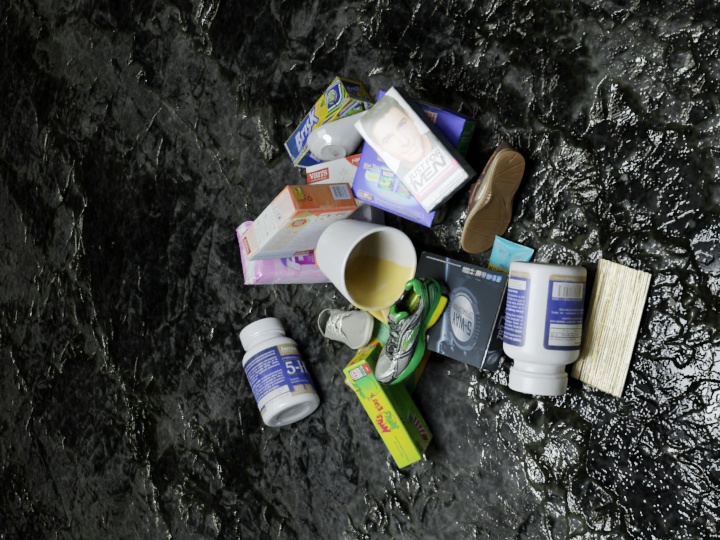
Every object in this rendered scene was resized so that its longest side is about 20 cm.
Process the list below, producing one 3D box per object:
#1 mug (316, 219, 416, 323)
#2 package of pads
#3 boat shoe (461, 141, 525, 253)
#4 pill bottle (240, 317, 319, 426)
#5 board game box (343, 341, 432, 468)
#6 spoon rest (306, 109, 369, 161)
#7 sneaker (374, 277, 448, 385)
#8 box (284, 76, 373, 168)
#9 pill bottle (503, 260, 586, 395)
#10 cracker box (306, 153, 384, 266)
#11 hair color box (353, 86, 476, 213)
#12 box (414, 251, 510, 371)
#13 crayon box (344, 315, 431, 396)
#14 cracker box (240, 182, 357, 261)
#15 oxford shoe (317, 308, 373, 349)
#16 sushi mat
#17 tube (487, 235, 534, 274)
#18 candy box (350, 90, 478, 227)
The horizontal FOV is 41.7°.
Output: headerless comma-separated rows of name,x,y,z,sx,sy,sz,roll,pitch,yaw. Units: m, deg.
mug,-0.006,-0.005,1.676,0.153,0.149,0.187,30,114,55
package of pads,-0.142,-0.034,1.862,0.076,0.200,0.121,-23,73,51
boat shoe,0.220,-0.125,1.604,0.072,0.072,0.200,-103,25,-58
pill bottle,-0.172,0.205,1.934,0.120,0.120,0.200,-43,60,36
board game box,0.051,0.236,1.669,0.048,0.102,0.200,-28,95,20
spoon rest,-0.013,-0.265,1.831,0.200,0.099,0.061,-17,51,30
sneaker,0.068,0.099,1.590,0.078,0.085,0.200,30,101,46
box,-0.066,-0.290,1.887,0.200,0.070,0.064,-47,55,34
pill bottle,0.286,0.089,1.481,0.120,0.120,0.200,8,94,45
cracker box,-0.027,-0.113,1.818,0.134,0.058,0.200,-11,80,29
hair color box,0.092,-0.205,1.602,0.099,0.061,0.200,-42,83,21
box,0.165,0.066,1.595,0.200,0.043,0.160,19,92,46
crayon box,0.059,0.160,1.759,0.126,0.052,0.200,40,117,38
cracker box,-0.115,-0.088,1.723,0.200,0.134,0.058,-40,64,48
oxford shoe,-0.030,0.107,1.801,0.200,0.058,0.075,4,79,66
sushi mat,0.384,0.088,1.456,0.096,0.012,0.200,20,103,43
tube,0.229,0.047,1.598,0.077,0.050,0.200,24,101,32
candy box,0.093,-0.201,1.678,0.169,0.077,0.200,23,108,18
